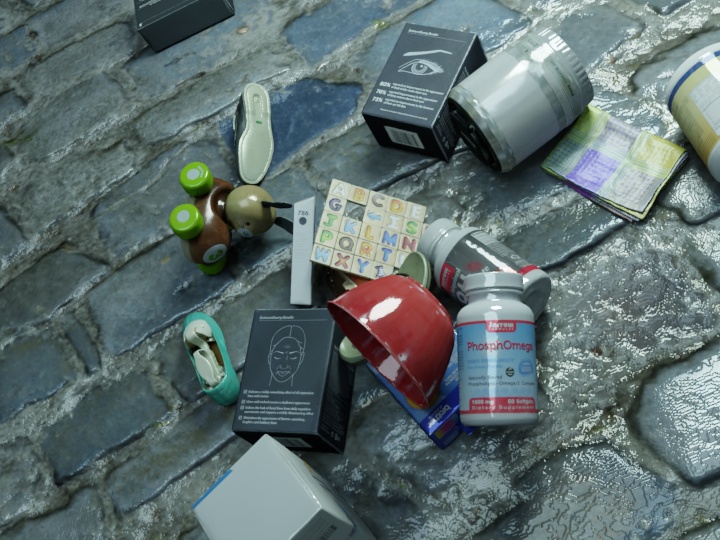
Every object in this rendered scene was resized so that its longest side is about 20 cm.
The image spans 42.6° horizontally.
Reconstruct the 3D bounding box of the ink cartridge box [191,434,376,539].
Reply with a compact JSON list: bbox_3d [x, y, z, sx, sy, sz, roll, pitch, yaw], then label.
[{"bbox_3d":[-0.102,0.354,1.283,0.147,0.200,0.145,-44,54,-4],"label":"ink cartridge box"}]

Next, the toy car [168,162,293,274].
[{"bbox_3d":[-0.202,-0.085,1.591,0.197,0.165,0.160,3,64,12],"label":"toy car"}]

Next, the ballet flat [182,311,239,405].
[{"bbox_3d":[-0.258,0.134,1.543,0.067,0.070,0.201,-35,56,3],"label":"ballet flat"}]

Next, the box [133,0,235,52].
[{"bbox_3d":[-0.377,-0.574,1.960,0.198,0.079,0.143,-22,54,11],"label":"box"}]

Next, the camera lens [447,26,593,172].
[{"bbox_3d":[0.251,-0.270,1.483,0.199,0.160,0.161,-37,56,1],"label":"camera lens"}]

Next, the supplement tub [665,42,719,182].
[{"bbox_3d":[0.547,-0.215,1.336,0.143,0.145,0.202,-26,57,8],"label":"supplement tub"}]

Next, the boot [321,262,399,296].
[{"bbox_3d":[0.000,0.000,1.513,0.106,0.076,0.200,-26,48,-15],"label":"boot"}]

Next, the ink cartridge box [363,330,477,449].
[{"bbox_3d":[0.118,0.163,1.366,0.136,0.076,0.200,-43,58,-3],"label":"ink cartridge box"}]

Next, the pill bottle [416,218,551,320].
[{"bbox_3d":[0.181,0.004,1.399,0.199,0.111,0.111,37,82,33],"label":"pill bottle"}]

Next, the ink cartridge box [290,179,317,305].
[{"bbox_3d":[-0.092,-0.043,1.507,0.039,0.099,0.203,4,86,-1],"label":"ink cartridge box"}]

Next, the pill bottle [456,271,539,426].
[{"bbox_3d":[0.185,0.108,1.254,0.107,0.109,0.203,-5,80,20],"label":"pill bottle"}]

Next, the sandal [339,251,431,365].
[{"bbox_3d":[0.035,0.052,1.388,0.202,0.057,0.080,-51,35,-10],"label":"sandal"}]

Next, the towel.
[{"bbox_3d":[0.398,-0.173,1.452,0.199,0.023,0.144,36,83,33],"label":"towel"}]

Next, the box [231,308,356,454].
[{"bbox_3d":[-0.097,0.170,1.433,0.146,0.107,0.203,-2,64,23],"label":"box"}]

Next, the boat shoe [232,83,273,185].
[{"bbox_3d":[-0.207,-0.248,1.736,0.067,0.071,0.203,-29,55,51],"label":"boat shoe"}]

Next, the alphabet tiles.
[{"bbox_3d":[0.031,-0.055,1.487,0.197,0.008,0.169,16,56,-3],"label":"alphabet tiles"}]

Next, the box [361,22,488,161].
[{"bbox_3d":[0.116,-0.310,1.595,0.147,0.104,0.202,18,72,30],"label":"box"}]

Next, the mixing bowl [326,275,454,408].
[{"bbox_3d":[0.057,0.080,1.277,0.108,0.201,0.200,-44,56,-12],"label":"mixing bowl"}]
